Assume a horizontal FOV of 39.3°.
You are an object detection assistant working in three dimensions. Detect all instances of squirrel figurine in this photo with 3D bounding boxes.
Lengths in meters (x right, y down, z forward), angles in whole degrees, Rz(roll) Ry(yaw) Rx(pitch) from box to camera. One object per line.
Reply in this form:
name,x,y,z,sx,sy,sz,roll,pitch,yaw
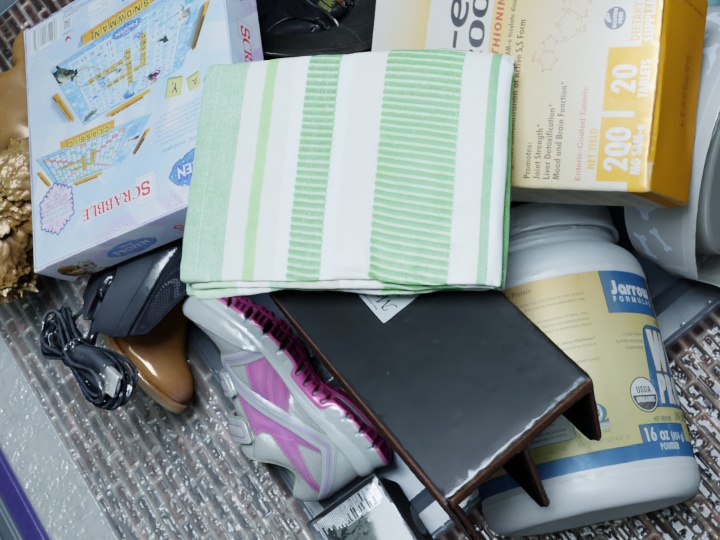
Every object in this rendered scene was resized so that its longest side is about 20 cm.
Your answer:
squirrel figurine,-0.311,-0.066,0.843,0.185,0.142,0.201,-28,38,14

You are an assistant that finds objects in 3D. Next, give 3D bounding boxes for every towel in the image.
towel,-0.009,-0.057,0.594,0.198,0.023,0.154,-1,74,20

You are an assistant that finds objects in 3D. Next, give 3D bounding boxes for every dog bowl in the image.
dog bowl,0.244,-0.085,0.684,0.058,0.200,0.202,21,79,36

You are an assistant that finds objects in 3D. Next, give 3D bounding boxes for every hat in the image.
hat,-0.066,-0.208,0.851,0.198,0.081,0.202,9,46,-10

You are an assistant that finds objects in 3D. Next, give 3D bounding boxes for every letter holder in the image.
letter holder,0.046,0.065,0.620,0.100,0.143,0.200,-38,53,-7

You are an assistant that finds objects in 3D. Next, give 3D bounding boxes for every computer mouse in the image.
computer mouse,-0.160,-0.003,0.751,0.200,0.053,0.138,-49,42,-12

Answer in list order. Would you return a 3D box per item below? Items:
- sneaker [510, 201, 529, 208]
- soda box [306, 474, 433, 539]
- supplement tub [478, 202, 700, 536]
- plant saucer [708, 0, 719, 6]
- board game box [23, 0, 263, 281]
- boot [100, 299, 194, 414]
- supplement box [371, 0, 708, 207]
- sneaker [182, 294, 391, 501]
sneaker,0.130,-0.107,0.682,0.201,0.075,0.077,-60,34,18
soda box,0.046,0.244,0.700,0.063,0.071,0.201,-36,67,4
supplement tub,0.136,0.068,0.689,0.143,0.145,0.202,-14,71,11
plant saucer,0.210,-0.243,0.764,0.198,0.036,0.202,4,77,-20
board game box,-0.156,-0.116,0.718,0.198,0.041,0.202,-18,70,29
boot,-0.140,0.001,0.830,0.155,0.077,0.201,-33,56,6
supplement box,0.101,-0.109,0.624,0.198,0.073,0.128,5,89,37
sneaker,-0.071,0.096,0.759,0.088,0.081,0.200,-44,83,6
